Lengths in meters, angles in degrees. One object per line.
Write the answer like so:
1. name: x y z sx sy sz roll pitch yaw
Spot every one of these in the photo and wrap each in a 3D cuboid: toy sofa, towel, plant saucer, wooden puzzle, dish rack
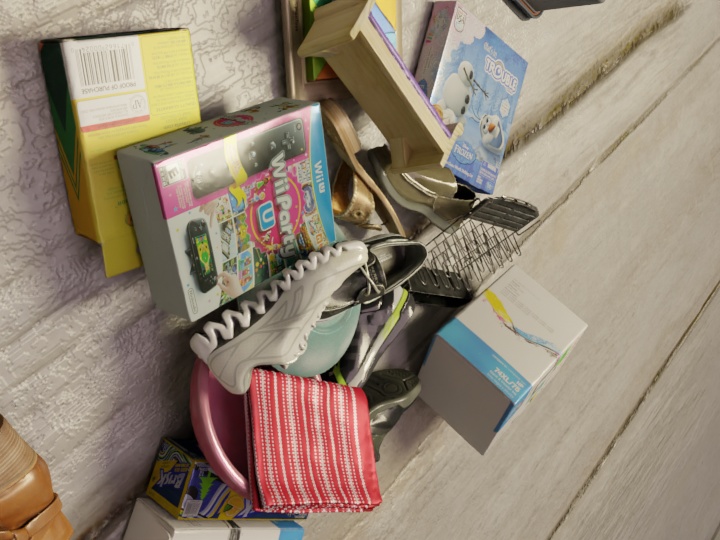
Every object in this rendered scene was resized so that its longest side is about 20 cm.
1. toy sofa: 0.031 -0.208 0.812 0.200 0.081 0.099 47 57 -35
2. towel: -0.049 0.189 0.817 0.198 0.022 0.148 21 54 -49
3. plant saucer: -0.113 0.151 0.811 0.199 0.050 0.205 35 44 -42
4. plant saucer: -0.054 0.018 0.850 0.198 0.038 0.207 9 78 -47
5. wooden puzzle: -0.012 -0.292 0.846 0.197 0.037 0.190 -21 116 -42
6. dish rack: 0.152 -0.025 1.013 0.151 0.199 0.056 6 53 -47

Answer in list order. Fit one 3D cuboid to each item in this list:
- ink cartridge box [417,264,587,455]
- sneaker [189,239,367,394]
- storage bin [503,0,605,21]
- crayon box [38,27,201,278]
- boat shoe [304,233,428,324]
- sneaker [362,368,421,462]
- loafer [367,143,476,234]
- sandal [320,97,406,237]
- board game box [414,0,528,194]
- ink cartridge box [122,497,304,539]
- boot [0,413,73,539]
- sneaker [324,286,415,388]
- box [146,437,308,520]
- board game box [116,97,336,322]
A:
1. ink cartridge box: 0.203 0.127 1.091 0.199 0.145 0.149 -36 155 -34
2. sneaker: -0.069 0.043 0.736 0.198 0.075 0.082 -35 86 0
3. storage bin: 0.290 -0.472 1.044 0.144 0.132 0.205 19 87 -48
4. crayon box: -0.207 -0.110 0.682 0.125 0.050 0.206 -22 116 -42
5. boat shoe: 0.000 0.000 0.829 0.198 0.070 0.074 -32 108 -41
6. sneaker: 0.008 0.215 1.000 0.198 0.075 0.117 -36 136 -41
7. loafer: 0.083 -0.116 0.957 0.069 0.076 0.198 -41 142 21
8. sandal: -0.017 -0.097 0.890 0.069 0.078 0.214 -35 126 -8
9. board game box: 0.145 -0.230 1.029 0.198 0.043 0.205 15 89 -48
10. ink cartridge box: -0.174 0.341 0.831 0.198 0.083 0.148 22 85 -48
11. boot: -0.350 0.237 0.631 0.200 0.075 0.158 -45 135 -37
12. sneaker: -0.011 0.087 0.960 0.082 0.072 0.202 40 74 -9
13. box: -0.139 0.240 0.848 0.198 0.069 0.066 23 84 -48
14. board game box: -0.117 -0.066 0.711 0.198 0.063 0.151 -32 125 -42
